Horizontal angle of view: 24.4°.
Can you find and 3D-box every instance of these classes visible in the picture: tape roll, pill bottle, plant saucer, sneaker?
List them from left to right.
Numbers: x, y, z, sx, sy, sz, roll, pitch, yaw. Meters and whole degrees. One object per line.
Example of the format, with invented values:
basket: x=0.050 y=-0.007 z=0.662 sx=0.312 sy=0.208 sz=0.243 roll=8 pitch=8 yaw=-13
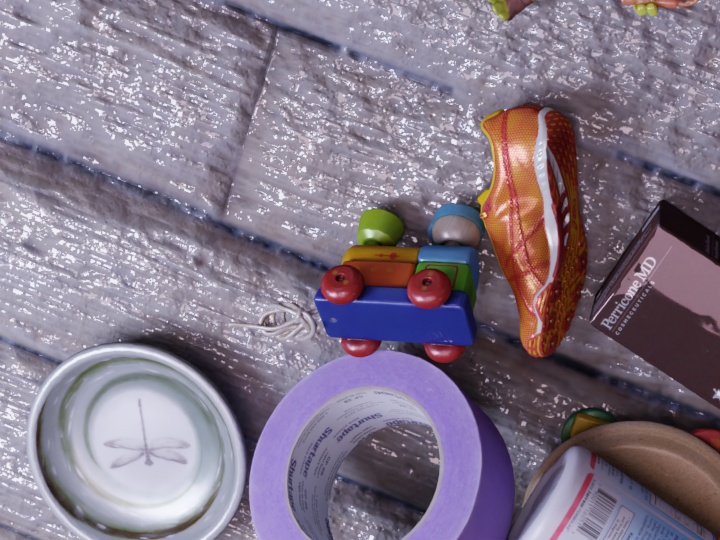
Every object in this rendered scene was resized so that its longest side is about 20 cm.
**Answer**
plant saucer: x=-0.188 y=0.151 z=1.440 sx=0.198 sy=0.050 sz=0.202 roll=4 pitch=109 yaw=11
tape roll: x=0.017 y=0.171 z=1.323 sx=0.198 sy=0.085 sz=0.202 roll=-10 pitch=64 yaw=21
sneaker: x=0.133 y=-0.031 z=1.310 sx=0.077 sy=0.073 sz=0.202 roll=5 pitch=106 yaw=34
pill bottle: x=0.219 y=0.233 z=1.292 sx=0.199 sy=0.109 sz=0.109 roll=34 pitch=112 yaw=1

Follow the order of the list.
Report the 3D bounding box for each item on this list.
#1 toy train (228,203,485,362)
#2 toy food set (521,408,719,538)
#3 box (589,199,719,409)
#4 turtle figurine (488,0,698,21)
toy train: x=0.000 y=0.000 z=1.321 sx=0.198 sy=0.117 sz=0.085 roll=3 pitch=142 yaw=19
toy food set: x=0.231 y=0.210 z=1.366 sx=0.198 sy=0.049 sz=0.200 roll=19 pitch=110 yaw=7
box: x=0.287 y=0.045 z=1.288 sx=0.199 sy=0.075 sz=0.101 roll=33 pitch=112 yaw=3
turtle figurine: x=0.153 y=-0.263 z=1.222 sx=0.160 sy=0.065 sz=0.201 roll=-24 pitch=110 yaw=26
